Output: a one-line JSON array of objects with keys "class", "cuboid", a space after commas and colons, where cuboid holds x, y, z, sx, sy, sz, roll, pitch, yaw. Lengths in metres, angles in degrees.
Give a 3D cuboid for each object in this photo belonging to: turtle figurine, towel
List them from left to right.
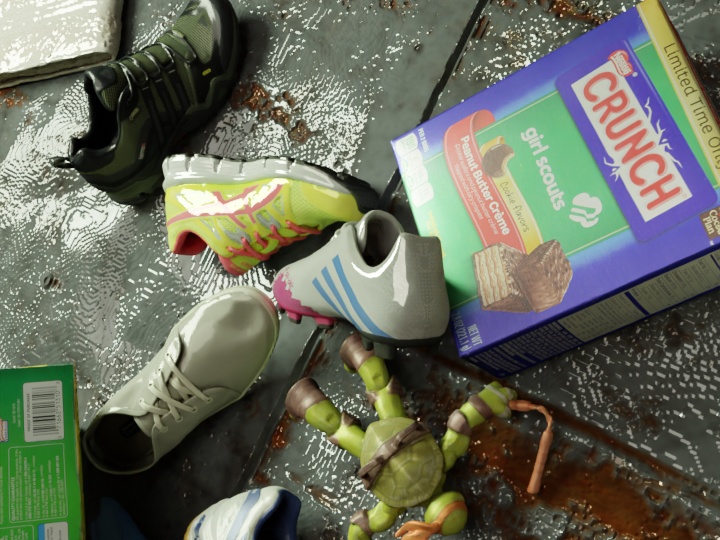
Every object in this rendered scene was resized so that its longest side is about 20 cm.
[{"class": "towel", "cuboid": [-0.310, -0.253, 1.022, 0.199, 0.034, 0.133, -5, 72, 28]}, {"class": "turtle figurine", "cuboid": [0.016, 0.128, 0.693, 0.200, 0.064, 0.161, -49, 57, 8]}]

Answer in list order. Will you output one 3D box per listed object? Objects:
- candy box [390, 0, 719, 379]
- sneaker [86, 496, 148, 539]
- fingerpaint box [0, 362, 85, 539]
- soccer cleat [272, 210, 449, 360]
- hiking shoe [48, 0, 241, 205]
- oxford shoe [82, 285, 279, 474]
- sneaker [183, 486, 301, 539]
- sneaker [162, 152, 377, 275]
[{"class": "candy box", "cuboid": [0.139, -0.048, 0.671, 0.199, 0.077, 0.170, -26, 64, 20]}, {"class": "sneaker", "cuboid": [-0.145, 0.242, 0.761, 0.078, 0.066, 0.200, -21, 47, -16]}, {"class": "fingerpaint box", "cuboid": [-0.238, 0.190, 0.758, 0.073, 0.167, 0.201, -3, 68, -15]}, {"class": "soccer cleat", "cuboid": [0.000, 0.000, 0.704, 0.200, 0.070, 0.087, 15, 105, 60]}, {"class": "hiking shoe", "cuboid": [-0.176, -0.153, 0.872, 0.076, 0.101, 0.201, 30, 90, 33]}, {"class": "oxford shoe", "cuboid": [-0.136, 0.089, 0.782, 0.200, 0.058, 0.075, -41, 96, 18]}, {"class": "sneaker", "cuboid": [-0.059, 0.241, 0.690, 0.088, 0.075, 0.201, -31, 62, 24]}, {"class": "sneaker", "cuboid": [-0.073, -0.039, 0.800, 0.199, 0.078, 0.091, 5, 85, 37]}]
